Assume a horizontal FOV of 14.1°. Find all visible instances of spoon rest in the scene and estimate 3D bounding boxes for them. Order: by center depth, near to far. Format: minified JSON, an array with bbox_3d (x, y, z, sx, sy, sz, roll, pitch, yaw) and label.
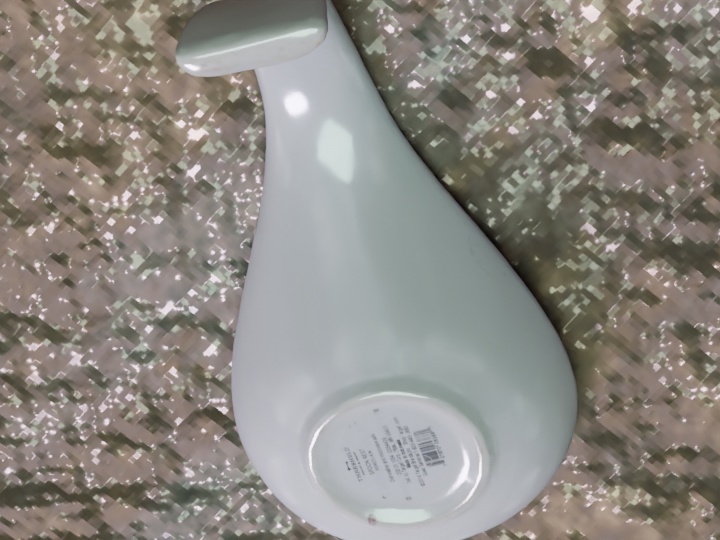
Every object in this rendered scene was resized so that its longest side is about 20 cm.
[{"bbox_3d":[0.000,0.000,0.807,0.099,0.061,0.200,-10,128,10],"label":"spoon rest"}]
